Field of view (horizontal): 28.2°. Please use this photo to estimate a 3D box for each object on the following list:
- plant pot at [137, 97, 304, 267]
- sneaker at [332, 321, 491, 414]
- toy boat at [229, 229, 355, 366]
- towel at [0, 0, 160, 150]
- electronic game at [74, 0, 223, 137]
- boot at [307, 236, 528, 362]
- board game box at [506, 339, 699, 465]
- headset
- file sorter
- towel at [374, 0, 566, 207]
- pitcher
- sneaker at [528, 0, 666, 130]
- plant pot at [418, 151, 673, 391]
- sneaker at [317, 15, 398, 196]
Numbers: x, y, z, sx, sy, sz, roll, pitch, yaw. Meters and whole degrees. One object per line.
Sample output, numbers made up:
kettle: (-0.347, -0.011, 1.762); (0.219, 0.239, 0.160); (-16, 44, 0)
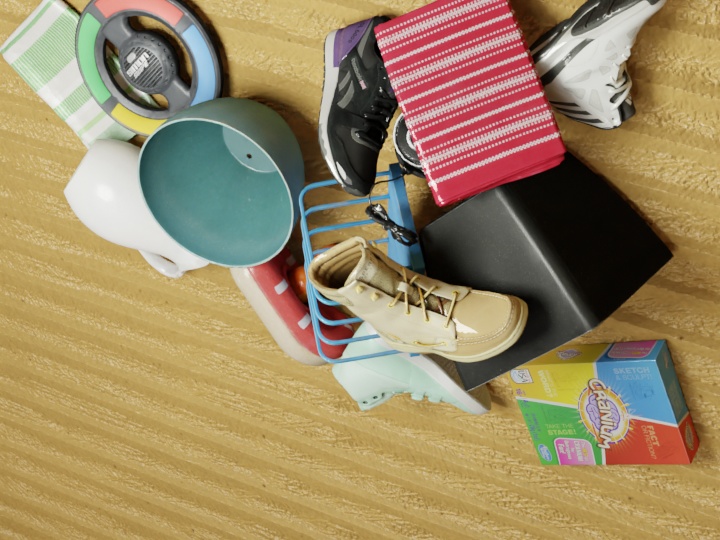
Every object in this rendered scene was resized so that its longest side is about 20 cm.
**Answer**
plant pot: (-0.145, -0.124, 1.695); (0.198, 0.135, 0.202); (13, 129, 16)
sneaker: (0.061, 0.140, 1.779); (0.199, 0.074, 0.118); (33, 120, -17)
toy boat: (-0.065, 0.016, 1.785); (0.130, 0.131, 0.201); (-31, 105, 13)
towel: (-0.360, -0.242, 1.827); (0.200, 0.023, 0.152); (50, 133, -9)
electronic game: (-0.256, -0.250, 1.729); (0.198, 0.042, 0.202); (12, 125, 18)
boot: (0.056, 0.026, 1.450); (0.199, 0.074, 0.155); (1, 152, 46)
board game box: (0.286, 0.160, 1.707); (0.198, 0.040, 0.154); (-6, 119, 35)
headset: (0.079, -0.127, 1.522); (0.094, 0.201, 0.124); (39, 177, 7)
file sorter: (0.000, 0.000, 1.630); (0.121, 0.140, 0.201); (-10, 149, -6)
towel: (0.111, -0.179, 1.450); (0.143, 0.022, 0.202); (-21, 83, 7)
pitcher: (-0.286, -0.070, 1.851); (0.199, 0.122, 0.171); (34, 145, -13)
sneaker: (0.258, -0.215, 1.435); (0.115, 0.076, 0.200); (41, 143, -14)
plant pot: (0.182, -0.017, 1.546); (0.199, 0.199, 0.179); (-30, 93, 43)
sneaker: (0.008, -0.182, 1.536); (0.087, 0.203, 0.075); (-16, 157, 35)
